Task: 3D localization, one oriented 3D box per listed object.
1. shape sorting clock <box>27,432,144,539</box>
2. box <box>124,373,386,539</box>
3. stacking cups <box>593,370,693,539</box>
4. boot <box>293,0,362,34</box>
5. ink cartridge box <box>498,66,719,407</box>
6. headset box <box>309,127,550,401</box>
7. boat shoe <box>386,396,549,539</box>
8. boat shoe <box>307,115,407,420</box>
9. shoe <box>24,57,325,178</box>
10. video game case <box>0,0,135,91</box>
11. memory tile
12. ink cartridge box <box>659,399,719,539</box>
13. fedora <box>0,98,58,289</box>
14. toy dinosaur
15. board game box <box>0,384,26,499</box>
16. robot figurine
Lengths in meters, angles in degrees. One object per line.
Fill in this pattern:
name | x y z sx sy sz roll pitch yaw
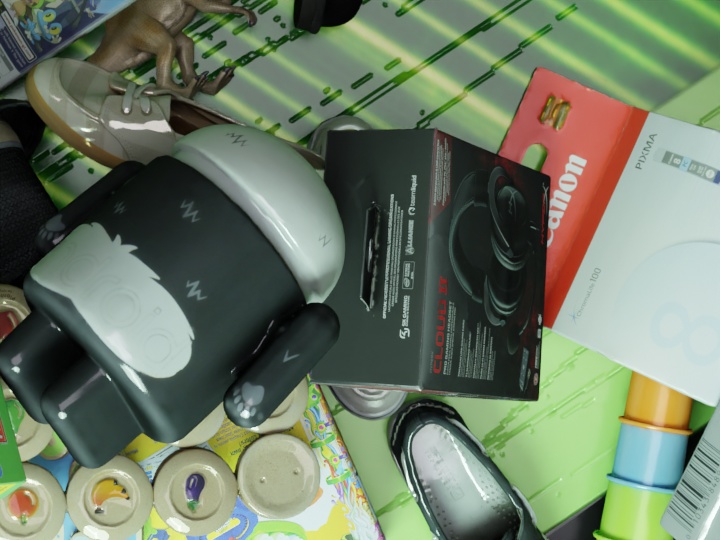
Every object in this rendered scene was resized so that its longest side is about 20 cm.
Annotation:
shape sorting clock | -0.224 0.151 0.985 0.198 0.039 0.202 1 98 4
box | -0.104 0.142 1.070 0.199 0.122 0.194 -23 95 -3
stacking cups | 0.189 0.123 1.132 0.060 0.061 0.202 8 89 -6
boot | 0.055 -0.230 1.075 0.157 0.079 0.212 21 92 -6
ink cartridge box | 0.172 -0.026 1.092 0.199 0.047 0.161 25 91 9
headset box | 0.042 0.000 1.021 0.077 0.200 0.150 1 84 27
boat shoe | 0.082 0.176 1.120 0.075 0.060 0.200 -37 97 -1
boat shoe | 0.000 0.000 1.094 0.070 0.070 0.202 -4 94 -5
shoe | -0.108 -0.085 1.035 0.199 0.070 0.053 26 125 -24
video game case | -0.248 -0.214 1.039 0.182 0.023 0.201 -27 97 27
memory tile | -0.125 0.078 0.970 0.199 0.017 0.154 -5 85 -17
ink cartridge box | 0.306 0.093 1.098 0.199 0.043 0.197 8 111 -41
fedora | -0.247 -0.008 1.009 0.200 0.201 0.092 -41 84 -1
toy dinosaur | -0.131 -0.152 1.088 0.101 0.058 0.200 40 90 9
board game box | -0.262 0.089 0.920 0.200 0.029 0.135 -33 69 37
robot figurine | -0.099 0.012 0.914 0.200 0.125 0.150 -44 99 -16
